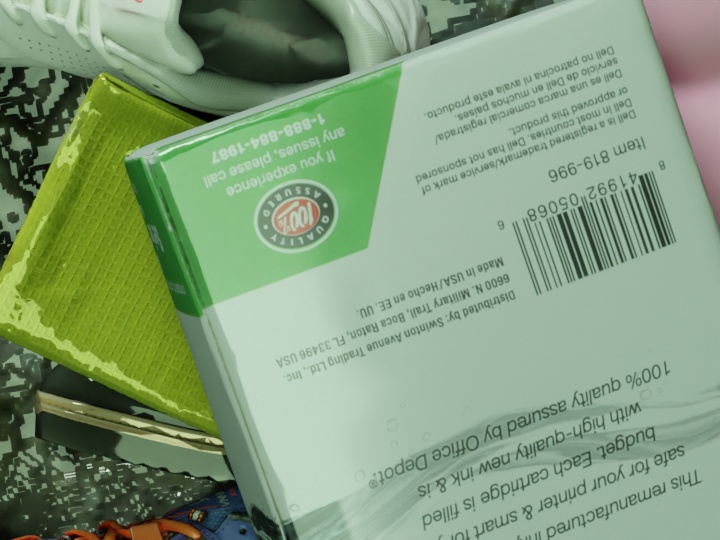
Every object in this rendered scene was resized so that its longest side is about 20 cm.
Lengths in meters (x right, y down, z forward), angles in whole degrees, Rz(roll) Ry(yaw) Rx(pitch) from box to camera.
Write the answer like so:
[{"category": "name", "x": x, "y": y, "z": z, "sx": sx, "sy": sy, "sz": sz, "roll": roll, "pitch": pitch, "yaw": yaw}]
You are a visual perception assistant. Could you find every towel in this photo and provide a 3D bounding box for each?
[{"category": "towel", "x": -0.007, "y": 0.021, "z": 0.801, "sx": 0.200, "sy": 0.018, "sz": 0.086, "roll": 26, "pitch": 81, "yaw": -10}]

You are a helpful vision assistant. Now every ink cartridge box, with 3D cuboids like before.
[{"category": "ink cartridge box", "x": 0.035, "y": 0.037, "z": 0.759, "sx": 0.146, "sy": 0.083, "sz": 0.200, "roll": -19, "pitch": 95, "yaw": -9}]

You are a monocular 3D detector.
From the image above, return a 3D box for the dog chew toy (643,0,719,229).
[{"category": "dog chew toy", "x": 0.139, "y": -0.030, "z": 0.803, "sx": 0.124, "sy": 0.125, "sz": 0.200, "roll": -24, "pitch": 107, "yaw": 2}]

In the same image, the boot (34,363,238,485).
[{"category": "boot", "x": 0.000, "y": 0.000, "z": 0.847, "sx": 0.200, "sy": 0.077, "sz": 0.139, "roll": 4, "pitch": 91, "yaw": -14}]

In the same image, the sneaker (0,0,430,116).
[{"category": "sneaker", "x": -0.074, "y": -0.090, "z": 0.818, "sx": 0.200, "sy": 0.099, "sz": 0.078, "roll": 11, "pitch": 95, "yaw": -1}]

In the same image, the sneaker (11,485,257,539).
[{"category": "sneaker", "x": -0.060, "y": 0.101, "z": 0.854, "sx": 0.200, "sy": 0.075, "sz": 0.079, "roll": 14, "pitch": 93, "yaw": -11}]
